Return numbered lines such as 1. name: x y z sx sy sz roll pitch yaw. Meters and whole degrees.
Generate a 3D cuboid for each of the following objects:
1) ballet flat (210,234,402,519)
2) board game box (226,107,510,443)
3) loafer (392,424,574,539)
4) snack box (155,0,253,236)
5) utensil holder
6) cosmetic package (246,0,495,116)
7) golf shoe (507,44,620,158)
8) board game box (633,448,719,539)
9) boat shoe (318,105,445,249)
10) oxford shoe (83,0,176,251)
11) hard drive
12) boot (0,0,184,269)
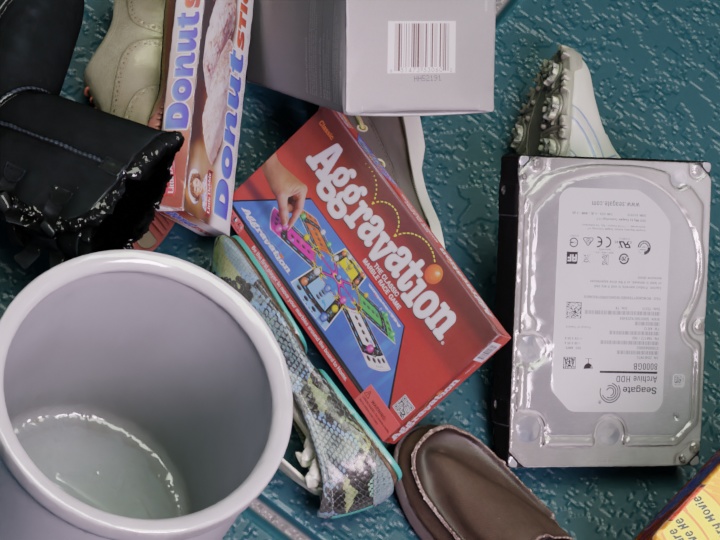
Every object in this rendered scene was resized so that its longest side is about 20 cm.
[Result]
1. ballet flat: -0.054 0.069 1.560 0.074 0.074 0.200 -26 70 -29
2. board game box: 0.000 0.000 1.582 0.200 0.103 0.019 54 15 24
3. loafer: 0.101 0.168 1.554 0.073 0.071 0.200 -37 79 -31
4. snack box: -0.098 -0.127 1.609 0.024 0.072 0.201 1 78 22
5. utensil holder: -0.146 0.109 1.424 0.169 0.200 0.170 9 60 -15
6. cosmetic package: 0.003 -0.152 1.616 0.106 0.200 0.091 -3 99 -19
7. golf shoe: 0.155 -0.053 1.698 0.097 0.078 0.201 9 70 -21
8. board game box: 0.293 0.178 1.512 0.200 0.200 0.200 44 75 7
9. boat shoe: 0.014 -0.032 1.634 0.060 0.072 0.202 2 56 -19
10. oxford shoe: -0.145 -0.102 1.631 0.074 0.071 0.201 2 63 17
11. hard drive: 0.156 0.027 1.614 0.139 0.038 0.201 2 93 -19
12. boot: -0.184 -0.097 1.565 0.162 0.073 0.199 23 63 22
